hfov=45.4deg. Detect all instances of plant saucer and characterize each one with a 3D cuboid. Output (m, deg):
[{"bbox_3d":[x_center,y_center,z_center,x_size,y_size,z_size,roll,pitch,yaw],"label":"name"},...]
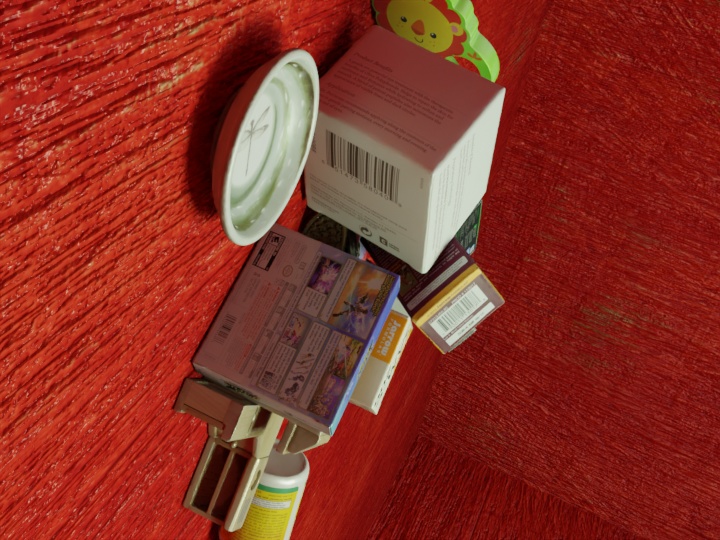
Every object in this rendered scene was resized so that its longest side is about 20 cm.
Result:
[{"bbox_3d":[-0.104,-0.128,0.866,0.200,0.049,0.204,22,89,-77],"label":"plant saucer"}]

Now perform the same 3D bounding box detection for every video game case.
[{"bbox_3d":[-0.071,0.064,1.014,0.046,0.178,0.203,85,30,-64],"label":"video game case"}]

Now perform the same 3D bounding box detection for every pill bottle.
[{"bbox_3d":[-0.153,0.368,1.308,0.113,0.111,0.204,-36,145,-67],"label":"pill bottle"}]

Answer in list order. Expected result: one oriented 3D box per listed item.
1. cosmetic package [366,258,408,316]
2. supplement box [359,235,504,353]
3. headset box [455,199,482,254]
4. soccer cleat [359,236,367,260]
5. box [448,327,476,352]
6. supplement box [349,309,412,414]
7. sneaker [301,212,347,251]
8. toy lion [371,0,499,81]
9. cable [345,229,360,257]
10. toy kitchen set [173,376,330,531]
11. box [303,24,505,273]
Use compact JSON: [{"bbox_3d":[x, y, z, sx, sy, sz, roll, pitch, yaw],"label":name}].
[{"bbox_3d":[0.016,0.059,1.408,0.108,0.089,0.200,-55,-171,9],"label":"cosmetic package"},{"bbox_3d":[0.094,-0.002,1.177,0.110,0.201,0.086,-39,131,6],"label":"supplement box"},{"bbox_3d":[0.095,-0.101,1.442,0.093,0.199,0.175,-46,160,-16],"label":"headset box"},{"bbox_3d":[-0.018,-0.007,1.360,0.067,0.075,0.202,92,23,-56],"label":"soccer cleat"},{"bbox_3d":[0.099,0.022,1.394,0.060,0.201,0.117,-36,-157,3],"label":"box"},{"bbox_3d":[-0.045,0.086,1.119,0.074,0.196,0.128,64,49,-73],"label":"supplement box"},{"bbox_3d":[-0.062,-0.001,1.232,0.090,0.066,0.204,-50,159,-71],"label":"sneaker"},{"bbox_3d":[0.100,-0.306,1.140,0.069,0.198,0.192,-60,-176,-24],"label":"toy lion"},{"bbox_3d":[0.000,0.000,1.248,0.049,0.203,0.097,-20,171,-22],"label":"cable"},{"bbox_3d":[-0.140,0.243,1.052,0.200,0.160,0.184,36,76,-77],"label":"toy kitchen set"},{"bbox_3d":[0.049,-0.152,1.081,0.172,0.197,0.202,-50,159,-27],"label":"box"}]
